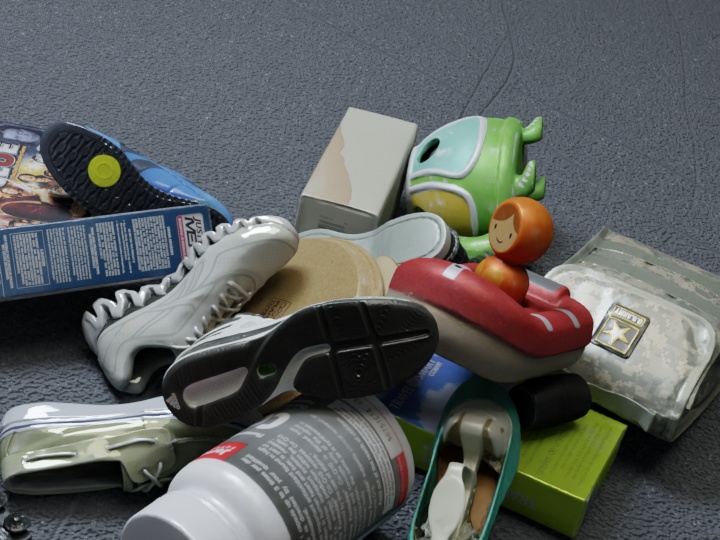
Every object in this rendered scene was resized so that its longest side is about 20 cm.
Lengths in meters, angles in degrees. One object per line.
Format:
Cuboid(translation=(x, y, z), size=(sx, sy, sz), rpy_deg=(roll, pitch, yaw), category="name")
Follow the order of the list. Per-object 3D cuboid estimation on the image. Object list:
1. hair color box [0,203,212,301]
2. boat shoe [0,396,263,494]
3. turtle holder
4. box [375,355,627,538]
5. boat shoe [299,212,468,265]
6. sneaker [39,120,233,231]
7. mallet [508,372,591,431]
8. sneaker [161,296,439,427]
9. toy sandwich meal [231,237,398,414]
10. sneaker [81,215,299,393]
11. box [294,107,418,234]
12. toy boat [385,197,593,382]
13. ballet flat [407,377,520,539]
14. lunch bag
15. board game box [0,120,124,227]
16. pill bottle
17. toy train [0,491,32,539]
Cuboid(translation=(-0.232, -0.013, 1.151), size=(0.200, 0.061, 0.100), rpy_deg=(-8, 0, -22), category="hair color box")
Cuboid(translation=(-0.169, 0.137, 1.013), size=(0.200, 0.072, 0.062), rpy_deg=(-2, 52, -8), category="boat shoe")
Cuboid(translation=(0.114, -0.067, 1.361), size=(0.132, 0.141, 0.186), rpy_deg=(3, 72, 12), category="turtle holder")
Cuboid(translation=(0.107, 0.131, 1.120), size=(0.200, 0.048, 0.122), rpy_deg=(23, 34, 16), category="box")
Cuboid(translation=(0.000, 0.000, 1.226), size=(0.200, 0.060, 0.076), rpy_deg=(-6, 61, 30), category="boat shoe")
Cuboid(translation=(-0.209, -0.076, 1.272), size=(0.200, 0.066, 0.078), rpy_deg=(30, 10, -14), category="sneaker")
Cuboid(translation=(0.118, 0.068, 1.150), size=(0.066, 0.041, 0.200), rpy_deg=(-3, 30, -28), category="mallet")
Cuboid(translation=(-0.043, 0.048, 0.997), size=(0.200, 0.076, 0.115), rpy_deg=(-14, 17, 4), category="sneaker")
Cuboid(translation=(-0.050, 0.052, 1.131), size=(0.205, 0.070, 0.205), rpy_deg=(-19, 41, 18), category="toy sandwich meal")
Cuboid(translation=(-0.130, 0.029, 1.108), size=(0.200, 0.075, 0.081), rpy_deg=(-33, 51, 8), category="sneaker")
Cuboid(translation=(-0.005, -0.074, 1.345), size=(0.078, 0.095, 0.200), rpy_deg=(16, 32, 5), category="box")
Cuboid(translation=(0.109, 0.006, 1.048), size=(0.130, 0.131, 0.200), rpy_deg=(24, 14, 27), category="toy boat")
Cuboid(translation=(0.081, 0.150, 1.009), size=(0.067, 0.070, 0.200), rpy_deg=(12, 53, 9), category="ballet flat")
Cuboid(translation=(0.239, 0.060, 1.202), size=(0.164, 0.118, 0.200), rpy_deg=(25, 32, 22), category="lunch bag")
Cuboid(translation=(-0.309, -0.071, 1.286), size=(0.135, 0.035, 0.200), rpy_deg=(10, 34, -5), category="board game box")
Cuboid(translation=(-0.063, 0.166, 0.950), size=(0.114, 0.114, 0.200), rpy_deg=(32, 37, 26), category="pill bottle")
Cuboid(translation=(-0.205, 0.215, 0.901), size=(0.200, 0.034, 0.046), rpy_deg=(34, 42, 29), category="toy train")
